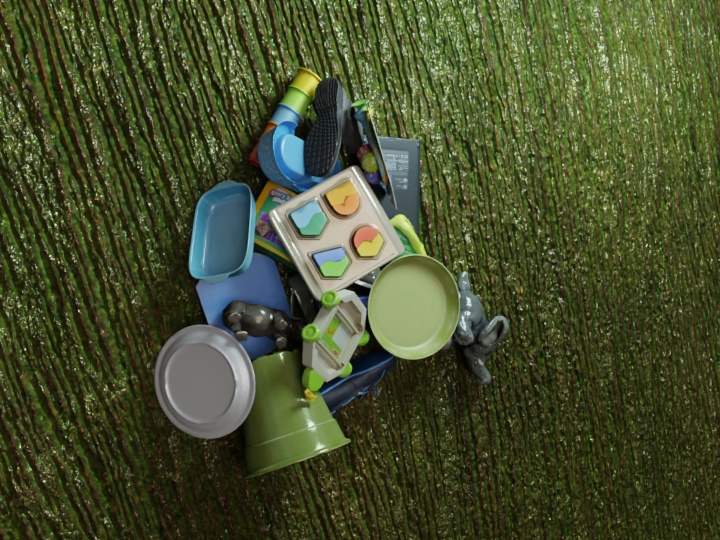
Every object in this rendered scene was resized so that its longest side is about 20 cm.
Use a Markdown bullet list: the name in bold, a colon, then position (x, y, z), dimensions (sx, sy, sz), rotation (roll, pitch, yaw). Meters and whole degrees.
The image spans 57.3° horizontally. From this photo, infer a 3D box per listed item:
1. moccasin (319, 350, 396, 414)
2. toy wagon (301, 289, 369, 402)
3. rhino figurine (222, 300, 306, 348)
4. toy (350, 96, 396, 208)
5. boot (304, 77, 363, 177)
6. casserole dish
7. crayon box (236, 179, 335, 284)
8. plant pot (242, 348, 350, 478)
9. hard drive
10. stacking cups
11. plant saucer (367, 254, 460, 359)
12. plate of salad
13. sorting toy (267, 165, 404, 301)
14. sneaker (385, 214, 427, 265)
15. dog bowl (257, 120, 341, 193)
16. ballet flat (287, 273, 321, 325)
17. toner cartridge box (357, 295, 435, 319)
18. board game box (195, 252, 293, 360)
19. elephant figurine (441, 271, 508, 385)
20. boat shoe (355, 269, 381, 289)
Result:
- **moccasin**: position (-0.015, 0.227, 1.309), dimensions (0.200, 0.080, 0.068), rotation (-27, 106, -6)
- **toy wagon**: position (-0.055, 0.132, 1.158), dimensions (0.200, 0.040, 0.155), rotation (-60, 144, -20)
- **rhino figurine**: position (-0.156, 0.098, 1.188), dimensions (0.200, 0.087, 0.060), rotation (15, 101, -28)
- **toy**: position (0.018, -0.217, 1.230), dimensions (0.047, 0.115, 0.200), rotation (-14, 113, 0)
- **boot**: position (-0.036, -0.246, 1.233), dimensions (0.132, 0.070, 0.200), rotation (36, 60, -58)
- **casserole dish**: position (-0.237, -0.064, 1.159), dimensions (0.039, 0.121, 0.200), rotation (44, 41, -56)
- **crayon box**: position (-0.113, -0.066, 1.220), dimensions (0.200, 0.058, 0.119), rotation (29, 77, -3)
- **plant pot**: position (-0.142, 0.249, 1.189), dimensions (0.200, 0.200, 0.190), rotation (-15, 79, -23)
- **hard drive**: position (0.055, -0.167, 1.339), dimensions (0.139, 0.033, 0.200), rotation (0, 92, -24)
- **stacking cups**: position (-0.146, -0.283, 1.235), dimensions (0.060, 0.060, 0.200), rotation (36, 80, -21)
- **plant saucer**: position (0.099, 0.069, 1.267), dimensions (0.200, 0.031, 0.200), rotation (0, 91, -23)
- **plate of salad**: position (-0.271, 0.194, 1.160), dimensions (0.200, 0.048, 0.200), rotation (0, 91, 17)
- **sorting toy**: position (-0.039, -0.069, 1.178), dimensions (0.200, 0.036, 0.185), rotation (-31, 94, -17)
- **sneaker**: position (0.092, -0.025, 1.337), dimensions (0.083, 0.074, 0.200), rotation (-24, 123, 8)
- **dog bowl**: position (-0.111, -0.197, 1.209), dimensions (0.200, 0.050, 0.112), rotation (19, 68, -55)
- **ballet flat**: position (-0.097, 0.100, 1.275), dimensions (0.064, 0.067, 0.200), rotation (-13, 97, 4)
- **toner cartridge box**: position (0.038, 0.071, 1.308), dimensions (0.200, 0.095, 0.043), rotation (0, 92, -25)
- **board game box**: position (-0.217, 0.064, 1.226), dimensions (0.158, 0.039, 0.200), rotation (-23, 104, -28)
- **elephant figurine**: position (0.241, 0.130, 1.398), dimensions (0.200, 0.155, 0.142), rotation (27, 38, -33)
- **boat shoe**: position (0.001, 0.000, 1.300), dimensions (0.201, 0.072, 0.060), rotation (17, 90, -20)
